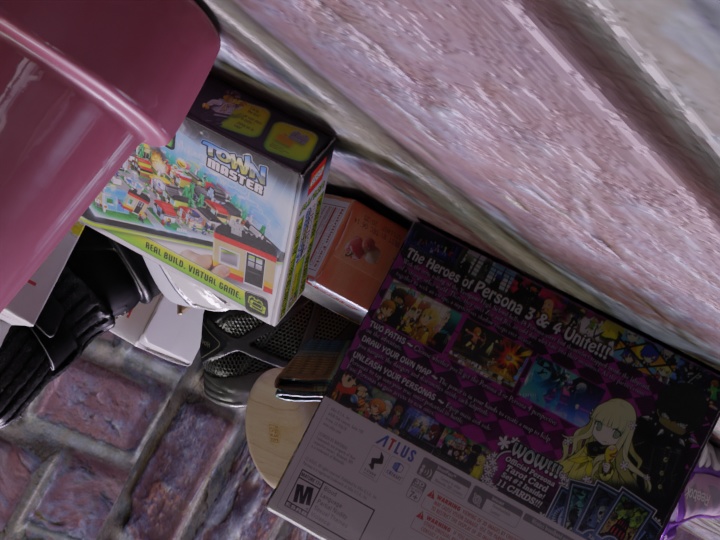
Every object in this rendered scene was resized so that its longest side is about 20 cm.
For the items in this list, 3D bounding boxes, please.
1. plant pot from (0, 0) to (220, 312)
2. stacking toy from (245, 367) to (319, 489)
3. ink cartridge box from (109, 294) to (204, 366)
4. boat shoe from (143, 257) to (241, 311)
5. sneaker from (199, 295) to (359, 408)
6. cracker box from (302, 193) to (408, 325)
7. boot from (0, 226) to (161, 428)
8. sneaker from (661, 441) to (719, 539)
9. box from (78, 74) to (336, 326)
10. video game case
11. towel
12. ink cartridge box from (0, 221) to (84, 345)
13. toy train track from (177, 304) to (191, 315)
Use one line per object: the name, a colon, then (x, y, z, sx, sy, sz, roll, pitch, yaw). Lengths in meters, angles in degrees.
plant pot: (-0.183, -0.066, 0.605, 0.198, 0.181, 0.200, 27, 175, 2)
stacking toy: (0.020, 0.099, 1.040, 0.198, 0.087, 0.085, -7, -161, -37)
ink cartridge box: (-0.194, -0.031, 1.188, 0.199, 0.147, 0.084, 26, 176, 31)
boat shoe: (-0.110, -0.047, 0.854, 0.069, 0.071, 0.201, 11, 142, 34)
sneaker: (-0.025, 0.025, 1.084, 0.197, 0.116, 0.076, -10, -158, -15)
cracker box: (0.000, 0.000, 0.945, 0.133, 0.058, 0.200, 29, 176, -24)
boot: (-0.236, -0.023, 0.937, 0.212, 0.157, 0.079, 55, 165, -4)
sneaker: (0.237, 0.165, 1.114, 0.080, 0.089, 0.200, 22, 173, 42)
box: (-0.113, -0.062, 0.751, 0.198, 0.035, 0.111, 27, 137, 13)
video game case: (0.075, 0.098, 0.801, 0.198, 0.183, 0.036, 26, 175, 13)
towel: (0.053, 0.068, 0.935, 0.197, 0.022, 0.147, 3, -174, 6)
ink cartridge box: (-0.221, -0.044, 0.862, 0.114, 0.202, 0.068, 29, 167, -21)
toy train track: (-0.142, -0.012, 1.033, 0.032, 0.116, 0.199, 28, 143, -24)
